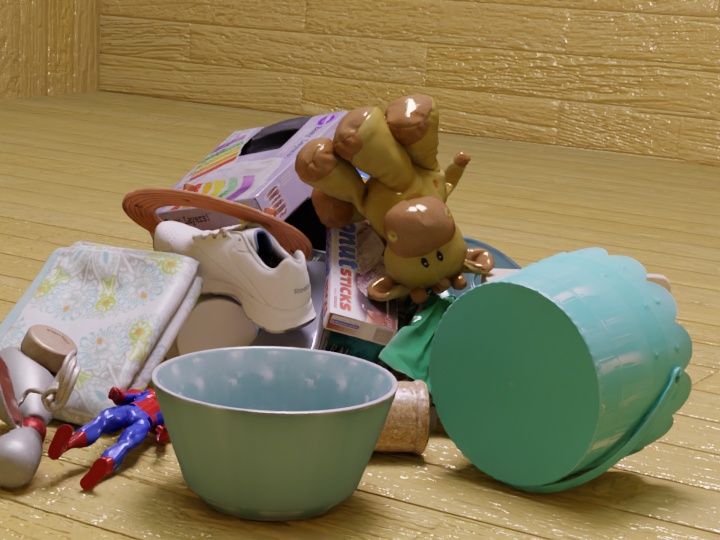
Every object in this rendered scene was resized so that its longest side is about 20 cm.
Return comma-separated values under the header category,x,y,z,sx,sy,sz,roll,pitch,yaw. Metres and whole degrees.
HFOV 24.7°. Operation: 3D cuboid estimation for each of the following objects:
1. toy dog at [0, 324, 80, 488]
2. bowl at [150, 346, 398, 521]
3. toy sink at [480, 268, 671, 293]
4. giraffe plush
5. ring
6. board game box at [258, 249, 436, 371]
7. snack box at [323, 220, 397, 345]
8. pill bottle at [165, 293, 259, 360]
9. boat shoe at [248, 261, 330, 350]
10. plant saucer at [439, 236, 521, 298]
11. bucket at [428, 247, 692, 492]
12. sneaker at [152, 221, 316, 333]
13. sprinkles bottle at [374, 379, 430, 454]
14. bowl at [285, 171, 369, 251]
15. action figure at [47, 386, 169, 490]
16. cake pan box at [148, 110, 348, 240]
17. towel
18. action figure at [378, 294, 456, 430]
category,x,y,z,sx,sy,sz,roll,pitch,yaw
toy dog,-0.309,0.108,1.416,0.096,0.132,0.200,23,-2,-12
bowl,-0.072,0.136,1.340,0.200,0.106,0.201,3,13,-1
toy sink,0.220,0.075,1.637,0.199,0.131,0.112,3,12,-5
giraffe plush,0.045,-0.052,1.649,0.172,0.163,0.200,-32,-38,17
ring,-0.144,-0.048,1.669,0.199,0.019,0.200,14,-15,4
board game box,-0.027,0.048,1.738,0.199,0.136,0.028,13,-26,43
snack box,0.000,0.000,1.678,0.072,0.024,0.200,15,34,-11
pill bottle,-0.167,0.047,1.724,0.111,0.112,0.200,-1,13,-16
boat shoe,-0.064,0.078,1.649,0.073,0.066,0.200,8,44,22
plant saucer,0.141,0.031,1.782,0.200,0.027,0.201,26,34,-19
bucket,0.167,0.086,1.419,0.207,0.208,0.134,12,17,39
sneaker,-0.122,-0.014,1.615,0.199,0.087,0.074,23,35,28
sprinkles bottle,-0.040,0.129,1.467,0.199,0.069,0.068,2,12,-7
bowl,-0.028,-0.022,1.860,0.200,0.202,0.039,4,9,5
action figure,-0.200,0.133,1.436,0.065,0.052,0.200,37,17,7
cake pan box,-0.117,-0.102,1.818,0.184,0.052,0.200,-3,31,41
towel,-0.262,0.057,1.577,0.170,0.048,0.200,7,52,28
action figure,0.074,0.079,1.618,0.118,0.055,0.200,44,28,-11
